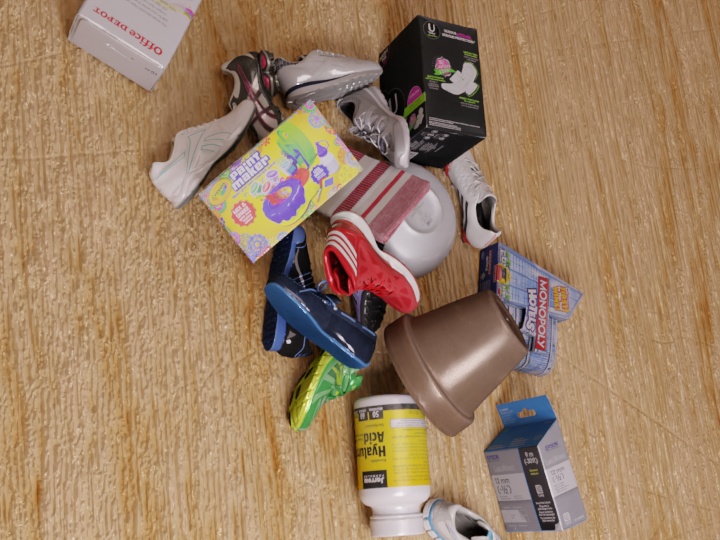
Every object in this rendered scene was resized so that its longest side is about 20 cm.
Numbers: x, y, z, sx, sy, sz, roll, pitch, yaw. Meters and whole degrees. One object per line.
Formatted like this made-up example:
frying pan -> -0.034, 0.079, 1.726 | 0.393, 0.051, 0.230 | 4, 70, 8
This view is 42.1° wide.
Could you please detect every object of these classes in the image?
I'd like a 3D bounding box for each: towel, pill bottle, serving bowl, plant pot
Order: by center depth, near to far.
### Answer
pill bottle -> 0.049, 0.293, 1.409 | 0.109, 0.111, 0.204 | 4, 74, -29
plant pot -> 0.159, 0.125, 1.434 | 0.201, 0.173, 0.201 | 53, 13, -18
towel -> -0.006, -0.125, 1.476 | 0.198, 0.023, 0.144 | 26, 54, 24
serving bowl -> 0.085, -0.093, 1.565 | 0.197, 0.066, 0.205 | 8, 73, -29

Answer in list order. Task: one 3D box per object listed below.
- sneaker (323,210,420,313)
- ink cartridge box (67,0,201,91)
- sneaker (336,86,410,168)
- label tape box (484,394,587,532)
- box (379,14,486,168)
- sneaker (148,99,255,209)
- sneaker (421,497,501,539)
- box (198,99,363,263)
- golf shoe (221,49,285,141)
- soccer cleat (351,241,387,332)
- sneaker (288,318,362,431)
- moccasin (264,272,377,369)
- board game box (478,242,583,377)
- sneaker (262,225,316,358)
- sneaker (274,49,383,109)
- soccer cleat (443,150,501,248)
sneaker -> 0.007, 0.019, 1.383 | 0.200, 0.078, 0.117 | 46, 44, -23
ink cartridge box -> -0.325, -0.395, 1.396 | 0.143, 0.084, 0.203 | 30, 62, -19
sneaker -> 0.022, -0.226, 1.529 | 0.080, 0.076, 0.201 | -14, 41, -17
label tape box -> 0.271, 0.315, 1.514 | 0.065, 0.143, 0.204 | -14, 84, -32
box -> 0.119, -0.300, 1.590 | 0.122, 0.148, 0.204 | 6, 72, -27
sneaker -> -0.233, -0.189, 1.387 | 0.080, 0.070, 0.201 | 41, 74, -3
sneaker -> 0.189, 0.430, 1.469 | 0.199, 0.086, 0.076 | 39, 59, -17
box -> -0.116, -0.128, 1.338 | 0.199, 0.193, 0.123 | -40, 98, -1
golf shoe -> -0.160, -0.241, 1.470 | 0.086, 0.077, 0.204 | -11, 84, -5
soccer cleat -> 0.000, 0.000, 1.498 | 0.068, 0.072, 0.205 | -8, 98, -56
sneaker -> -0.039, 0.163, 1.415 | 0.083, 0.074, 0.201 | 40, 60, -10
moccasin -> -0.057, 0.064, 1.367 | 0.200, 0.080, 0.069 | 44, 61, -25
board game box -> 0.301, 0.075, 1.647 | 0.197, 0.061, 0.204 | 14, 70, -26
sneaker -> -0.097, 0.032, 1.426 | 0.077, 0.070, 0.204 | 15, 76, -29
sneaker -> -0.050, -0.331, 1.551 | 0.197, 0.076, 0.082 | -17, 76, -34
soccer cleat -> 0.199, -0.140, 1.632 | 0.067, 0.085, 0.204 | -5, 79, -30
